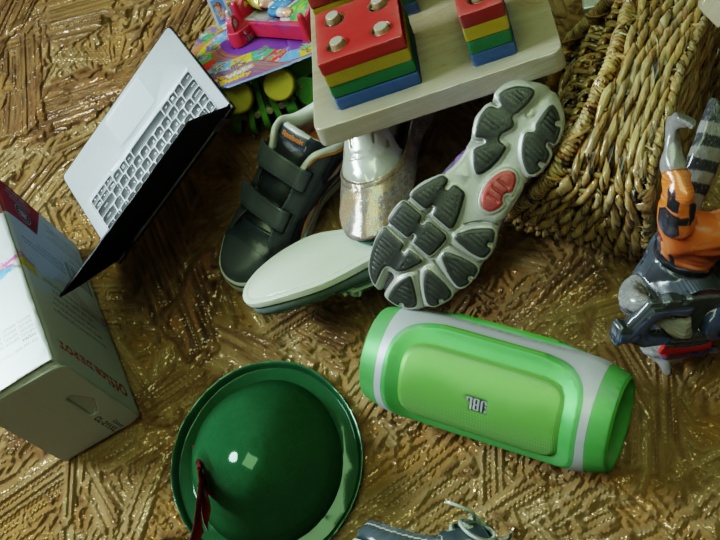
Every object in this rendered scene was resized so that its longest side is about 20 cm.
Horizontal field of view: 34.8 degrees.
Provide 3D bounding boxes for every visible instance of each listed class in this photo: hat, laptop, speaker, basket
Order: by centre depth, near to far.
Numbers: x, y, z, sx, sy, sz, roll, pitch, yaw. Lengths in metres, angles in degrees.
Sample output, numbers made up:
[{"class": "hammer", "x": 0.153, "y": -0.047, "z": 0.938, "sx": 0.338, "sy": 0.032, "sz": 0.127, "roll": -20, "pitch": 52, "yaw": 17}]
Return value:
[{"class": "hat", "x": -0.094, "y": 0.129, "z": 0.856, "sx": 0.164, "sy": 0.176, "sz": 0.201, "roll": -34, "pitch": 59, "yaw": -1}, {"class": "speaker", "x": 0.101, "y": 0.087, "z": 0.867, "sx": 0.197, "sy": 0.089, "sz": 0.090, "roll": 15, "pitch": 70, "yaw": 24}, {"class": "basket", "x": 0.190, "y": -0.130, "z": 0.910, "sx": 0.147, "sy": 0.143, "sz": 0.202, "roll": 17, "pitch": 71, "yaw": 24}, {"class": "laptop", "x": -0.212, "y": -0.103, "z": 1.011, "sx": 0.188, "sy": 0.115, "sz": 0.201, "roll": -49, "pitch": 57, "yaw": 16}]

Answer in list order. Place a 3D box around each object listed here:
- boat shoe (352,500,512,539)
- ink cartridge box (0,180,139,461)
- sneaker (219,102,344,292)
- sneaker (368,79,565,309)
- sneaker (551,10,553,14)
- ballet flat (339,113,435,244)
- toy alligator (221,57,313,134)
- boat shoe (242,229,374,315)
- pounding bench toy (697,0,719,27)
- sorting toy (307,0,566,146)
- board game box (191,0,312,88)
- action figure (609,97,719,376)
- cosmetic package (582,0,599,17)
[{"class": "boat shoe", "x": 0.090, "y": 0.209, "z": 0.817, "sx": 0.197, "sy": 0.075, "sz": 0.063, "roll": 13, "pitch": 71, "yaw": 22}, {"class": "ink cartridge box", "x": -0.283, "y": 0.043, "z": 0.979, "sx": 0.082, "sy": 0.146, "sz": 0.202, "roll": -30, "pitch": 59, "yaw": 3}, {"class": "sneaker", "x": -0.065, "y": -0.078, "z": 1.007, "sx": 0.078, "sy": 0.080, "sz": 0.201, "roll": 31, "pitch": 79, "yaw": 27}, {"class": "sneaker", "x": 0.088, "y": -0.053, "z": 0.883, "sx": 0.081, "sy": 0.083, "sz": 0.200, "roll": 42, "pitch": 97, "yaw": 7}, {"class": "sneaker", "x": 0.118, "y": -0.241, "z": 1.031, "sx": 0.072, "sy": 0.081, "sz": 0.202, "roll": 6, "pitch": 45, "yaw": -9}, {"class": "ballet flat", "x": 0.016, "y": -0.110, "z": 0.965, "sx": 0.067, "sy": 0.068, "sz": 0.202, "roll": -7, "pitch": 41, "yaw": 23}, {"class": "toy alligator", "x": -0.061, "y": -0.166, "z": 1.066, "sx": 0.197, "sy": 0.059, "sz": 0.055, "roll": -16, "pitch": 103, "yaw": 9}, {"class": "boat shoe", "x": 0.000, "y": 0.000, "z": 0.953, "sx": 0.197, "sy": 0.062, "sz": 0.073, "roll": -23, "pitch": 35, "yaw": 4}, {"class": "pounding bench toy", "x": 0.352, "y": -0.148, "z": 0.823, "sx": 0.197, "sy": 0.125, "sz": 0.158, "roll": -3, "pitch": 56, "yaw": -27}, {"class": "sorting toy", "x": 0.046, "y": -0.216, "z": 0.921, "sx": 0.197, "sy": 0.070, "sz": 0.201, "roll": -17, "pitch": 44, "yaw": 12}, {"class": "board game box", "x": -0.078, "y": -0.243, "z": 1.074, "sx": 0.197, "sy": 0.039, "sz": 0.159, "roll": -20, "pitch": 36, "yaw": 6}, {"class": "action figure", "x": 0.260, "y": -0.013, "z": 0.830, "sx": 0.197, "sy": 0.196, "sz": 0.105, "roll": 3, "pitch": 31, "yaw": -26}, {"class": "cosmetic package", "x": 0.272, "y": -0.310, "z": 1.024, "sx": 0.148, "sy": 0.052, "sz": 0.203, "roll": -5, "pitch": 63, "yaw": 18}]
